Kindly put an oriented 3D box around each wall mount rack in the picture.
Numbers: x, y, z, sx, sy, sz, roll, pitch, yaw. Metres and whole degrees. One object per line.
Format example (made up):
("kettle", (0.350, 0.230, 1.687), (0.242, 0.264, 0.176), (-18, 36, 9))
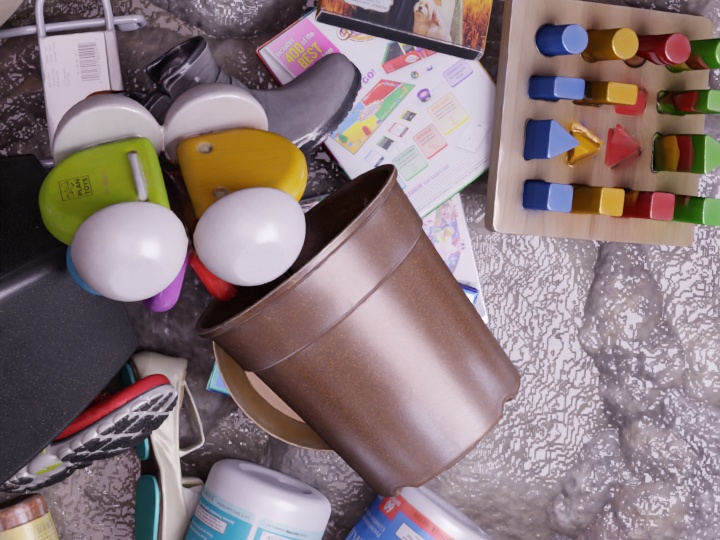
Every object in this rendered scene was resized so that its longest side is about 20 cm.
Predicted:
("wall mount rack", (-0.262, -0.147, 1.534), (0.173, 0.075, 0.201), (-7, 93, -5))

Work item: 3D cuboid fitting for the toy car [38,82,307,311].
("toy car", (-0.140, -0.037, 1.353), (0.199, 0.175, 0.150), (-8, 138, -14))

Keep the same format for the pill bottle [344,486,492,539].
("pill bottle", (0.016, 0.283, 1.542), (0.112, 0.112, 0.200), (36, 90, -3))

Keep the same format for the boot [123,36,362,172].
("boot", (-0.096, -0.139, 1.449), (0.200, 0.070, 0.132), (-46, 121, -18))

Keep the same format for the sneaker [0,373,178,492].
("sneaker", (-0.245, 0.121, 1.518), (0.199, 0.077, 0.085), (-25, 74, 23))

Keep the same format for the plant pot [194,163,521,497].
("plant pot", (0.008, 0.057, 1.410), (0.200, 0.200, 0.198), (-39, 101, 0))

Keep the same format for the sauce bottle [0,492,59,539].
("sauce bottle", (-0.272, 0.294, 1.555), (0.066, 0.066, 0.201), (-18, 91, -1))

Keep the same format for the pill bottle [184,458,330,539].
("pill bottle", (-0.107, 0.270, 1.537), (0.110, 0.111, 0.201), (21, 92, -3))

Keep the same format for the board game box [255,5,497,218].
("board game box", (0.029, -0.150, 1.546), (0.153, 0.040, 0.200), (-36, 89, -2))

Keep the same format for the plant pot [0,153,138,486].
("plant pot", (-0.297, 0.024, 1.459), (0.177, 0.200, 0.200), (-30, 137, -16))

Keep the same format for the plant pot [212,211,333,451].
("plant pot", (-0.024, 0.050, 1.509), (0.199, 0.027, 0.201), (0, 93, -2))

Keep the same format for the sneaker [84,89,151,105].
("sneaker", (-0.141, -0.104, 1.510), (0.199, 0.076, 0.093), (-2, 97, -34))

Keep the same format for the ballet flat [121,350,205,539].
("ballet flat", (-0.164, 0.168, 1.558), (0.069, 0.069, 0.201), (-4, 92, -2))

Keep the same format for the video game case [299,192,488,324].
("video game case", (0.000, 0.000, 1.575), (0.199, 0.018, 0.144), (-13, 93, -2))

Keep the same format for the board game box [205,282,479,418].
("board game box", (-0.016, 0.058, 1.545), (0.199, 0.045, 0.153), (18, 92, -3))

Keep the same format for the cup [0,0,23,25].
("cup", (-0.345, -0.268, 1.477), (0.200, 0.200, 0.143), (-49, 119, 1))

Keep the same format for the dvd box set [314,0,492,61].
("dvd box set", (0.050, -0.289, 1.523), (0.146, 0.029, 0.201), (14, 76, -10))

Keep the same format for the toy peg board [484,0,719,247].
("toy peg board", (0.221, -0.123, 1.506), (0.198, 0.098, 0.201), (4, 92, -24))
